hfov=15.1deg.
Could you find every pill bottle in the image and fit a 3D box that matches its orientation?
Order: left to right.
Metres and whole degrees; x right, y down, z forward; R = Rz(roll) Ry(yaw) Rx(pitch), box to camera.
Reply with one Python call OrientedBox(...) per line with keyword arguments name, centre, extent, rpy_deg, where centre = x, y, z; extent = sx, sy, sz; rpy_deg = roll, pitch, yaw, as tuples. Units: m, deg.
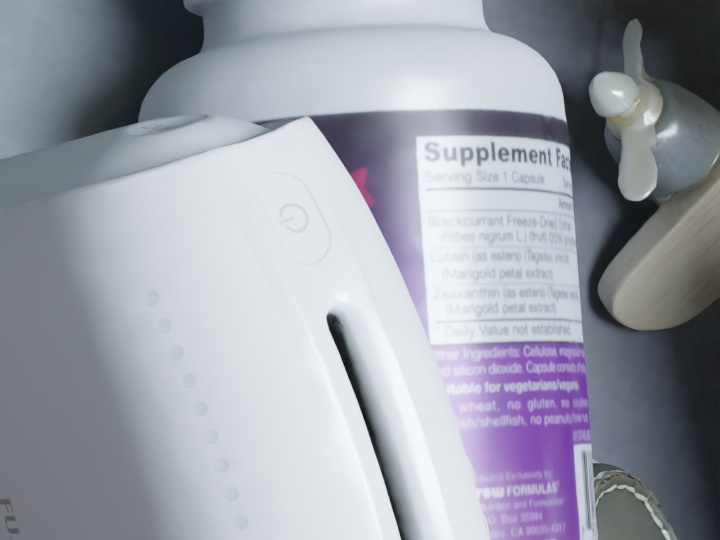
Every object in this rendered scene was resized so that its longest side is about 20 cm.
OrientedBox(name="pill bottle", centre=(0.000, 0.000, 0.696), extent=(0.111, 0.111, 0.200), rpy_deg=(-1, 84, -37))

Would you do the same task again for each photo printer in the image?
OrientedBox(name="photo printer", centre=(-0.050, 0.054, 0.597), extent=(0.069, 0.200, 0.167), rpy_deg=(-20, 97, -37))

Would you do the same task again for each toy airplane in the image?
OrientedBox(name="toy airplane", centre=(0.160, -0.084, 0.789), extent=(0.200, 0.199, 0.141), rpy_deg=(-25, 57, -26))

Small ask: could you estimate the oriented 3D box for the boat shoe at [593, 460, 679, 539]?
OrientedBox(name="boat shoe", centre=(0.093, 0.149, 0.779), extent=(0.072, 0.060, 0.202), rpy_deg=(-17, 94, -37))
